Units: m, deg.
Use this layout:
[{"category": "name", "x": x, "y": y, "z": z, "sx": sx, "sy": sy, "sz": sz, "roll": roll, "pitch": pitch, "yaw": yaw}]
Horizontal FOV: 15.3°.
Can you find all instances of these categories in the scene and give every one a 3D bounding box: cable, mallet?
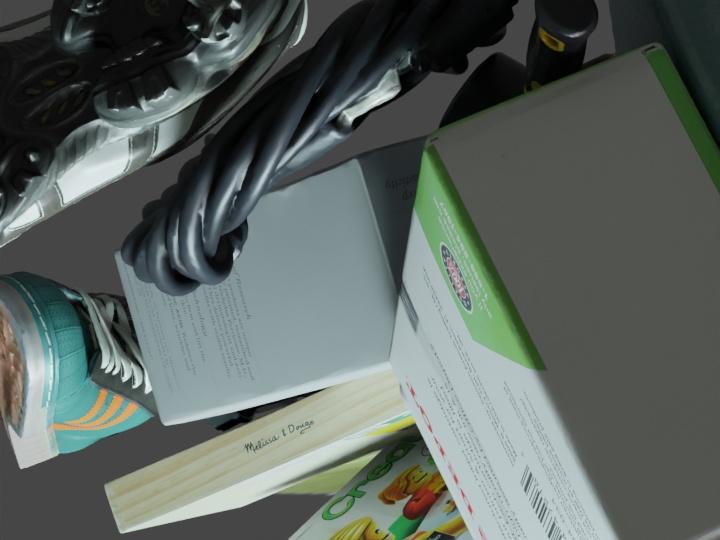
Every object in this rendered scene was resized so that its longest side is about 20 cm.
[{"category": "cable", "x": -0.014, "y": -0.048, "z": 0.912, "sx": 0.163, "sy": 0.051, "sz": 0.200, "roll": -47, "pitch": -174, "yaw": -17}, {"category": "mallet", "x": 0.067, "y": -0.051, "z": 0.860, "sx": 0.041, "sy": 0.066, "sz": 0.200, "roll": -52, "pitch": -179, "yaw": -7}]

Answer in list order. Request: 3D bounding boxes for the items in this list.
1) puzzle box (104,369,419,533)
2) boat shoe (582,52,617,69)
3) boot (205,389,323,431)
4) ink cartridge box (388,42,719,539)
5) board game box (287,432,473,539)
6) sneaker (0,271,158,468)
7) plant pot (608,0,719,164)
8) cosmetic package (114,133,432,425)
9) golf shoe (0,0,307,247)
[{"category": "puzzle box", "x": -0.004, "y": 0.069, "z": 1.235, "sx": 0.199, "sy": 0.026, "sz": 0.133, "roll": -24, "pitch": 171, "yaw": 20}, {"category": "boat shoe", "x": 0.137, "y": -0.071, "z": 1.111, "sx": 0.199, "sy": 0.073, "sz": 0.067, "roll": -15, "pitch": -159, "yaw": -43}, {"category": "boot", "x": 0.007, "y": 0.017, "z": 1.243, "sx": 0.161, "sy": 0.074, "sz": 0.198, "roll": -18, "pitch": 173, "yaw": 9}, {"category": "ink cartridge box", "x": 0.078, "y": 0.043, "z": 0.848, "sx": 0.084, "sy": 0.146, "sz": 0.200, "roll": -23, "pitch": 163, "yaw": -10}, {"category": "board game box", "x": 0.066, "y": 0.090, "z": 1.264, "sx": 0.200, "sy": 0.035, "sz": 0.126, "roll": -42, "pitch": -156, "yaw": -24}, {"category": "sneaker", "x": -0.123, "y": 0.035, "z": 1.174, "sx": 0.079, "sy": 0.072, "sz": 0.200, "roll": -20, "pitch": 171, "yaw": -10}, {"category": "plant pot", "x": 0.194, "y": -0.031, "z": 0.847, "sx": 0.194, "sy": 0.201, "sz": 0.197, "roll": -13, "pitch": 141, "yaw": 2}, {"category": "cosmetic package", "x": 0.000, "y": 0.000, "z": 1.064, "sx": 0.112, "sy": 0.082, "sz": 0.200, "roll": -16, "pitch": 177, "yaw": -35}, {"category": "golf shoe", "x": -0.101, "y": -0.046, "z": 0.869, "sx": 0.199, "sy": 0.078, "sz": 0.094, "roll": -25, "pitch": 168, "yaw": 16}]
